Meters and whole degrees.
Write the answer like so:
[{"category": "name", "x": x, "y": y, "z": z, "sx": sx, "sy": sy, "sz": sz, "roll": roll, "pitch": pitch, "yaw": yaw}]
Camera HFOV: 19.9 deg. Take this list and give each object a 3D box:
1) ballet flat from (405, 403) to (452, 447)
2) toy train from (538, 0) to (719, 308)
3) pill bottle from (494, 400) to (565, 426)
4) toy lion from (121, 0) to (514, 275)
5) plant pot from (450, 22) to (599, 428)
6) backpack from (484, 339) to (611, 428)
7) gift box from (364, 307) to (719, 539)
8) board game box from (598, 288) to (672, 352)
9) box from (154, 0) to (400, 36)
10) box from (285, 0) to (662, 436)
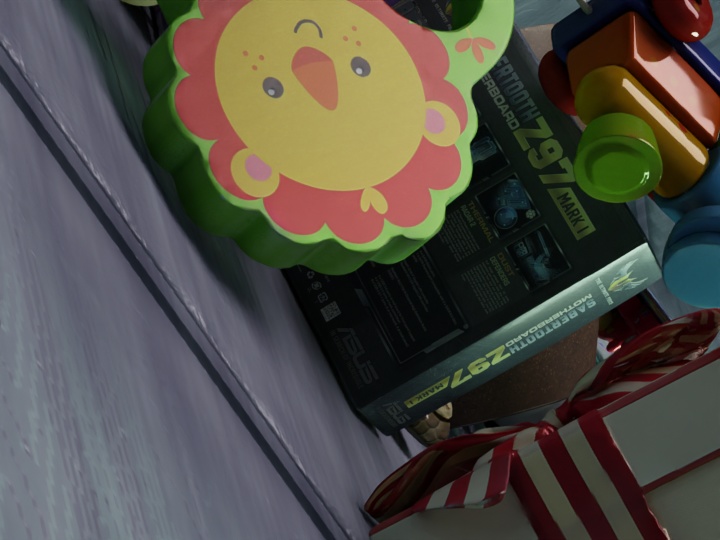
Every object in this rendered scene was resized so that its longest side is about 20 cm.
[{"category": "ballet flat", "x": 0.000, "y": 0.000, "z": 1.064, "sx": 0.200, "sy": 0.046, "sz": 0.067, "roll": 61, "pitch": 7, "yaw": 19}, {"category": "toy train", "x": 0.112, "y": -0.078, "z": 0.905, "sx": 0.200, "sy": 0.085, "sz": 0.116, "roll": 41, "pitch": 37, "yaw": -23}, {"category": "pill bottle", "x": 0.080, "y": 0.017, "z": 1.343, "sx": 0.200, "sy": 0.111, "sz": 0.111, "roll": 55, "pitch": 7, "yaw": -41}, {"category": "toy lion", "x": -0.011, "y": -0.097, "z": 0.862, "sx": 0.192, "sy": 0.200, "sz": 0.069, "roll": 60, "pitch": -36, "yaw": 7}, {"category": "plant pot", "x": 0.062, "y": -0.018, "z": 1.161, "sx": 0.187, "sy": 0.187, "sz": 0.200, "roll": -1, "pitch": 76, "yaw": -84}, {"category": "backpack", "x": 0.167, "y": 0.131, "z": 1.454, "sx": 0.167, "sy": 0.127, "sz": 0.200, "roll": 51, "pitch": 6, "yaw": -37}, {"category": "gift box", "x": 0.119, "y": 0.122, "z": 0.786, "sx": 0.187, "sy": 0.185, "sz": 0.200, "roll": 63, "pitch": 0, "yaw": 14}, {"category": "board game box", "x": 0.147, "y": 0.007, "z": 1.283, "sx": 0.200, "sy": 0.039, "sz": 0.158, "roll": 53, "pitch": 2, "yaw": 12}, {"category": "box", "x": -0.010, "y": -0.160, "z": 1.021, "sx": 0.039, "sy": 0.200, "sz": 0.137, "roll": 54, "pitch": 8, "yaw": -25}, {"category": "box", "x": 0.031, "y": -0.043, "z": 1.001, "sx": 0.200, "sy": 0.158, "sz": 0.051, "roll": 61, "pitch": 6, "yaw": 26}]
